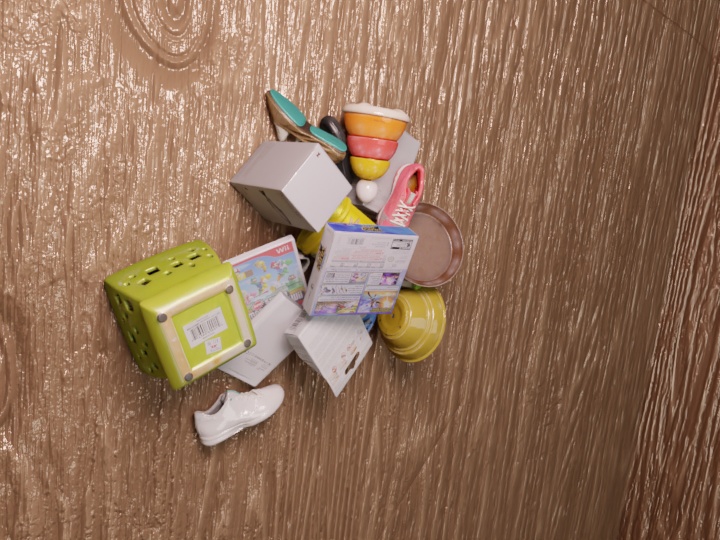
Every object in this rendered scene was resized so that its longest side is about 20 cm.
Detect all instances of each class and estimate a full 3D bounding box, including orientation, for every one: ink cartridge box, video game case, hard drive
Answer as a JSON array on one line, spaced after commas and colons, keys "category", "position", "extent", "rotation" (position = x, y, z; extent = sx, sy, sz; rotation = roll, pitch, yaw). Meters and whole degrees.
[{"category": "ink cartridge box", "position": [-0.061, 0.143, 1.208], "extent": [0.160, 0.047, 0.201], "rotation": [-53, 135, -32]}, {"category": "video game case", "position": [-0.178, 0.035, 1.135], "extent": [0.142, 0.017, 0.201], "rotation": [-23, 134, -13]}, {"category": "hard drive", "position": [-0.192, 0.145, 1.181], "extent": [0.200, 0.027, 0.132], "rotation": [-44, 136, 5]}, {"category": "video game case", "position": [0.000, 0.000, 1.119], "extent": [0.198, 0.045, 0.183], "rotation": [1, 118, -34]}]

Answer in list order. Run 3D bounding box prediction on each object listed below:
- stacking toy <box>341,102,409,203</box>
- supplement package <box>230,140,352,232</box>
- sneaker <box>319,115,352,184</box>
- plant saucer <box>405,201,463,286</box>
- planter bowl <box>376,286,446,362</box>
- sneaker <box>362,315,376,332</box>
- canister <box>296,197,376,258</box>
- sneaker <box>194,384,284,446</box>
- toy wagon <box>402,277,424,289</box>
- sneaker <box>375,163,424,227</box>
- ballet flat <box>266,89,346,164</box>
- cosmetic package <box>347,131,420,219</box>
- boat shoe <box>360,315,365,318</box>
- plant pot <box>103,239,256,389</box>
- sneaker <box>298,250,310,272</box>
[{"category": "stacking toy", "position": [0.019, -0.245, 1.210], "extent": [0.145, 0.146, 0.202], "rotation": [1, 104, -40]}, {"category": "supplement package", "position": [-0.136, -0.165, 1.093], "extent": [0.118, 0.199, 0.117], "rotation": [-53, 128, -17]}, {"category": "sneaker", "position": [-0.075, -0.219, 1.226], "extent": [0.104, 0.060, 0.202], "rotation": [-35, 124, -34]}, {"category": "plant saucer", "position": [0.145, -0.059, 1.325], "extent": [0.198, 0.034, 0.203], "rotation": [4, 77, -18]}, {"category": "planter bowl", "position": [0.100, 0.113, 1.360], "extent": [0.083, 0.199, 0.202], "rotation": [16, 90, -45]}, {"category": "sneaker", "position": [-0.027, 0.134, 1.351], "extent": [0.078, 0.066, 0.201], "rotation": [39, 75, -35]}, {"category": "canister", "position": [-0.015, -0.047, 1.213], "extent": [0.200, 0.087, 0.148], "rotation": [38, 118, -20]}, {"category": "sneaker", "position": [-0.251, 0.280, 1.193], "extent": [0.199, 0.075, 0.089], "rotation": [-27, 113, -31]}, {"category": "toy wagon", "position": [0.099, -0.020, 1.372], "extent": [0.199, 0.155, 0.040], "rotation": [-30, 154, -30]}, {"category": "sneaker", "position": [0.090, -0.145, 1.250], "extent": [0.073, 0.087, 0.202], "rotation": [17, 86, -15]}, {"category": "ballet flat", "position": [-0.122, -0.277, 1.156], "extent": [0.199, 0.068, 0.072], "rotation": [35, 121, -15]}, {"category": "cosmetic package", "position": [0.049, -0.228, 1.317], "extent": [0.112, 0.081, 0.202], "rotation": [24, 84, -42]}, {"category": "boat shoe", "position": [-0.038, 0.114, 1.297], "extent": [0.072, 0.060, 0.201], "rotation": [35, 59, -2]}, {"category": "plant pot", "position": [-0.309, 0.080, 1.021], "extent": [0.199, 0.181, 0.201], "rotation": [-28, 118, -31]}, {"category": "sneaker", "position": [-0.188, 0.022, 1.181], "extent": [0.200, 0.070, 0.073], "rotation": [-46, 126, -23]}]
